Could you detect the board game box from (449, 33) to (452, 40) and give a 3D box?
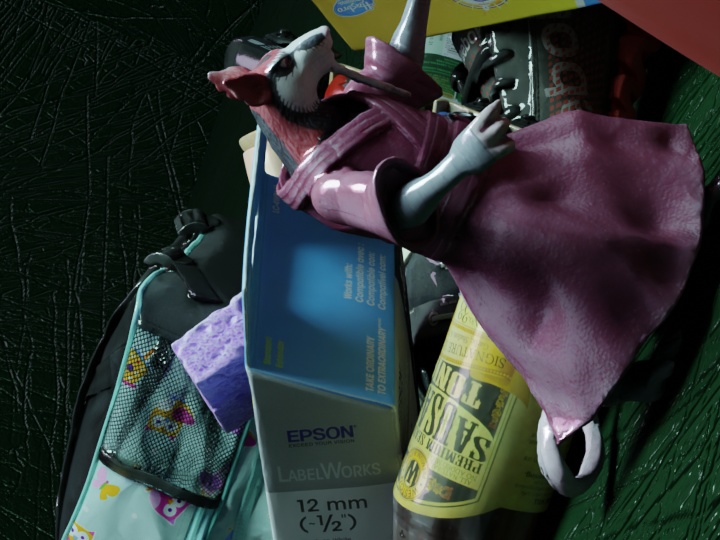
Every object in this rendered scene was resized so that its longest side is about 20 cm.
[{"bbox_3d":[0.110,-0.174,1.390,0.200,0.062,0.200,-55,7,30],"label":"board game box"}]

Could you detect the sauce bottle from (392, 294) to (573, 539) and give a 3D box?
[{"bbox_3d":[0.050,0.082,1.174,0.066,0.066,0.200,-115,42,-80],"label":"sauce bottle"}]

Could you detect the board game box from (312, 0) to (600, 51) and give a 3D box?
[{"bbox_3d":[0.088,-0.177,1.244,0.200,0.040,0.153,-7,47,37],"label":"board game box"}]

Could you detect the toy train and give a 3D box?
[{"bbox_3d":[0.008,-0.069,1.236,0.200,0.046,0.034,23,110,45],"label":"toy train"}]

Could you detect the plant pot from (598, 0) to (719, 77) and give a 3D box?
[{"bbox_3d":[0.114,-0.179,1.015,0.200,0.177,0.201,-158,90,-83],"label":"plant pot"}]

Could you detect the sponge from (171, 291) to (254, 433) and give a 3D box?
[{"bbox_3d":[0.000,0.000,1.400,0.200,0.030,0.112,-37,-16,-4],"label":"sponge"}]

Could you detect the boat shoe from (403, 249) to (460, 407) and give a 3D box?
[{"bbox_3d":[0.033,0.045,1.393,0.200,0.072,0.068,114,149,-60],"label":"boat shoe"}]

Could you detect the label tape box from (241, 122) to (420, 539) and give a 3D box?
[{"bbox_3d":[-0.009,0.045,1.249,0.143,0.066,0.200,-88,-5,-54],"label":"label tape box"}]

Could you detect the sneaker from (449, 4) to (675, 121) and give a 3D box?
[{"bbox_3d":[0.078,-0.065,1.257,0.071,0.098,0.201,127,162,-57],"label":"sneaker"}]

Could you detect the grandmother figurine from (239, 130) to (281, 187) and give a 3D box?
[{"bbox_3d":[-0.026,0.012,1.661,0.121,0.060,0.201,-30,66,50],"label":"grandmother figurine"}]

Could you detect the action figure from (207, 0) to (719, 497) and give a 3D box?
[{"bbox_3d":[0.032,-0.031,1.086,0.134,0.200,0.149,-78,11,-55],"label":"action figure"}]

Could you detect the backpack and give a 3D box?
[{"bbox_3d":[-0.082,0.093,1.557,0.200,0.153,0.176,-61,2,19],"label":"backpack"}]

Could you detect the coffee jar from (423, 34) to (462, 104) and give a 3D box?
[{"bbox_3d":[0.034,-0.047,1.562,0.200,0.085,0.104,-78,13,-55],"label":"coffee jar"}]
